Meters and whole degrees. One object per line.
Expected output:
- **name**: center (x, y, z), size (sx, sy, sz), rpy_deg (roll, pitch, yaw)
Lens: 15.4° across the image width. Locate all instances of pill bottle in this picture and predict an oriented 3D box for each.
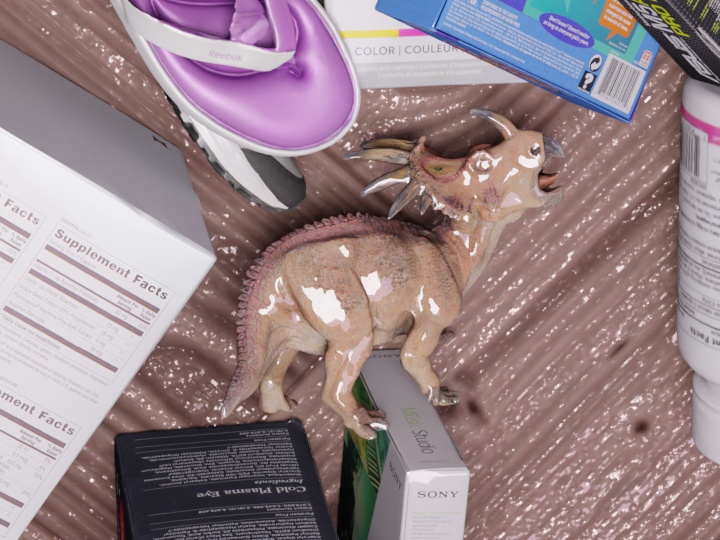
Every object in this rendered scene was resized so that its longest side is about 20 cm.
- **pill bottle**: center (0.218, -0.004, 1.350), size (0.113, 0.113, 0.200), rpy_deg (-5, 114, -9)

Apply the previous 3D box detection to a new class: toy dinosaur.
- **toy dinosaur**: center (0.000, 0.000, 1.306), size (0.200, 0.086, 0.136), rpy_deg (-20, 114, -25)

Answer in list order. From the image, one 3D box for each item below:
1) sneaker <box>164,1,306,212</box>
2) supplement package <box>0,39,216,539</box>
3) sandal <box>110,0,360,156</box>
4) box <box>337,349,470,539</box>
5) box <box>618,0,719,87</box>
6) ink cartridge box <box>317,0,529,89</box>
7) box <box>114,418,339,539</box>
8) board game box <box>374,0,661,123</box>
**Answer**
- **sneaker**: center (-0.067, -0.116, 1.271), size (0.079, 0.074, 0.200), rpy_deg (-28, 114, -5)
- **supplement package**: center (-0.191, 0.010, 1.253), size (0.150, 0.152, 0.200), rpy_deg (31, 103, -20)
- **sandal**: center (-0.072, -0.127, 1.208), size (0.082, 0.050, 0.203), rpy_deg (-45, 112, -8)
- **box**: center (0.016, 0.159, 1.360), size (0.036, 0.144, 0.200), rpy_deg (1, 111, -13)
- **box**: center (0.180, -0.206, 1.232), size (0.160, 0.044, 0.200), rpy_deg (37, 80, -44)
- **ink cartridge box**: center (0.030, -0.189, 1.265), size (0.104, 0.059, 0.200), rpy_deg (-3, 113, -10)
- **box**: center (-0.065, 0.205, 1.342), size (0.104, 0.182, 0.200), rpy_deg (-4, 112, -9)
- **board game box**: center (0.105, -0.186, 1.233), size (0.152, 0.045, 0.200), rpy_deg (21, 93, -45)
